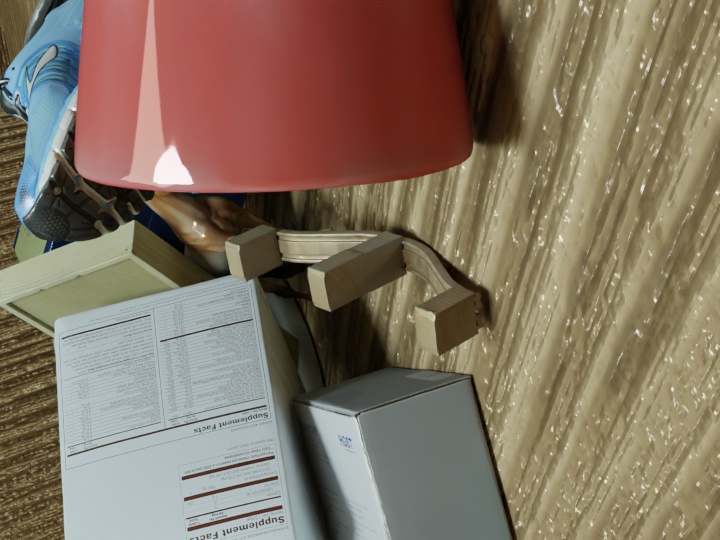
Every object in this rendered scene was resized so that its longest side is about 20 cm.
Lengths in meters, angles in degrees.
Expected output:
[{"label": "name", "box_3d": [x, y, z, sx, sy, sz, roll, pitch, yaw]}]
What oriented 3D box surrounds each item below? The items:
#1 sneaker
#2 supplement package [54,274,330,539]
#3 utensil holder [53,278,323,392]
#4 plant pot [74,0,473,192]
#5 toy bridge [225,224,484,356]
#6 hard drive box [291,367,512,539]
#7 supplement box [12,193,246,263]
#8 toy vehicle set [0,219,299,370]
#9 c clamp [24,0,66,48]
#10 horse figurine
[{"label": "sneaker", "box_3d": [-0.167, -0.089, 0.752, 0.201, 0.090, 0.078, -85, -26, -43]}, {"label": "supplement package", "box_3d": [-0.105, 0.146, 0.887, 0.191, 0.146, 0.201, 72, -175, -55]}, {"label": "utensil holder", "box_3d": [-0.150, 0.104, 1.131, 0.170, 0.199, 0.171, 164, 90, -73]}, {"label": "plant pot", "box_3d": [-0.043, -0.140, 0.613, 0.200, 0.200, 0.178, -148, 54, -66]}, {"label": "toy bridge", "box_3d": [0.000, 0.000, 0.761, 0.200, 0.067, 0.027, 19, 127, 48]}, {"label": "hard drive box", "box_3d": [0.033, 0.168, 0.809, 0.156, 0.077, 0.201, 175, 79, -73]}, {"label": "supplement box", "box_3d": [-0.183, -0.076, 1.050, 0.200, 0.134, 0.201, 31, 104, 67]}, {"label": "toy vehicle set", "box_3d": [-0.149, 0.038, 0.943, 0.200, 0.124, 0.027, 41, -140, -48]}, {"label": "c clamp", "box_3d": [-0.182, -0.225, 0.921, 0.171, 0.027, 0.200, -57, 4, 18]}, {"label": "horse figurine", "box_3d": [-0.083, -0.019, 0.915, 0.200, 0.132, 0.050, 76, -155, -75]}]
